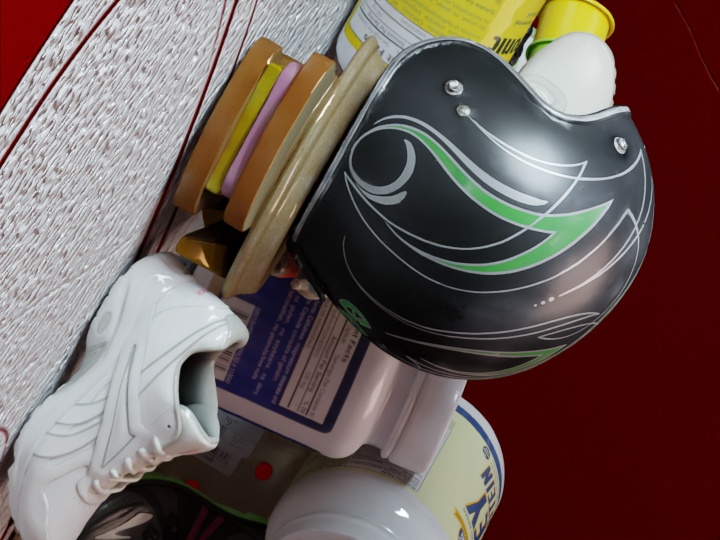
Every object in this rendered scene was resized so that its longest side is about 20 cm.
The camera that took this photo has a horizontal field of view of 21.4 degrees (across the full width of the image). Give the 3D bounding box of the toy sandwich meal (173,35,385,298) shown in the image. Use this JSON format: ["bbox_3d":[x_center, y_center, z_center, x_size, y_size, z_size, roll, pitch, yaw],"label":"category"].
[{"bbox_3d":[-0.055,-0.071,1.162,0.206,0.070,0.205,-60,180,1],"label":"toy sandwich meal"}]

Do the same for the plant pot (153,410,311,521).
[{"bbox_3d":[-0.101,0.168,1.572,0.200,0.199,0.177,-56,163,-13],"label":"plant pot"}]

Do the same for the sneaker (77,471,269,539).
[{"bbox_3d":[-0.125,0.206,1.391,0.077,0.199,0.084,-61,-152,22],"label":"sneaker"}]

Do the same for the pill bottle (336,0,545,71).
[{"bbox_3d":[0.051,-0.167,1.295,0.200,0.111,0.111,-58,175,24],"label":"pill bottle"}]

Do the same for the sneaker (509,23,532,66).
[{"bbox_3d":[0.104,-0.131,1.428,0.112,0.200,0.073,-40,-163,-27],"label":"sneaker"}]

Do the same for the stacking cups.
[{"bbox_3d":[0.128,-0.103,1.375,0.061,0.060,0.201,111,-1,-68],"label":"stacking cups"}]

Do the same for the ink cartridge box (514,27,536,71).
[{"bbox_3d":[0.088,-0.176,1.634,0.200,0.104,0.059,-54,175,-30],"label":"ink cartridge box"}]

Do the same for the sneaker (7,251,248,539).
[{"bbox_3d":[-0.137,0.094,1.141,0.201,0.099,0.078,-61,159,12],"label":"sneaker"}]

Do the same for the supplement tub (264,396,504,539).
[{"bbox_3d":[0.015,0.186,1.401,0.145,0.145,0.200,-60,177,34],"label":"supplement tub"}]

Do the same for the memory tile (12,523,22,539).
[{"bbox_3d":[-0.187,0.114,1.302,0.153,0.017,0.200,-53,175,-34],"label":"memory tile"}]

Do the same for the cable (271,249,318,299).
[{"bbox_3d":[0.000,0.000,1.310,0.200,0.097,0.051,13,92,-58],"label":"cable"}]

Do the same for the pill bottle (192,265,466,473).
[{"bbox_3d":[-0.031,0.061,1.324,0.120,0.199,0.120,-156,-90,-88],"label":"pill bottle"}]

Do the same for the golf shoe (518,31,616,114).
[{"bbox_3d":[0.112,-0.096,1.290,0.200,0.078,0.097,-52,165,-19],"label":"golf shoe"}]

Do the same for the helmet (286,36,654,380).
[{"bbox_3d":[0.075,-0.032,1.140,0.201,0.190,0.200,-59,180,1],"label":"helmet"}]
